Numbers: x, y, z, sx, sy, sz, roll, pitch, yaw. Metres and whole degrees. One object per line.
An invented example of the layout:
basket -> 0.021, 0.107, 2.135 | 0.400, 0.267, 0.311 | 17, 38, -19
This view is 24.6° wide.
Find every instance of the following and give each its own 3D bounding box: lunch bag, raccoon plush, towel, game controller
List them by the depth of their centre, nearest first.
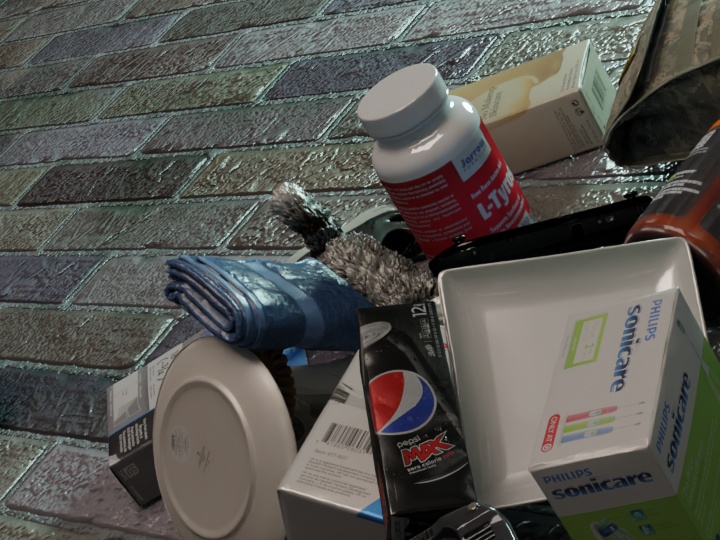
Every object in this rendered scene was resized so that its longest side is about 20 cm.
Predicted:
towel -> -0.070, 0.028, 1.421 | 0.111, 0.199, 0.049 | 35, 107, 32
game controller -> 0.158, -0.029, 1.454 | 0.197, 0.043, 0.104 | -14, 2, -13
raccoon plush -> 0.000, 0.000, 1.511 | 0.097, 0.199, 0.134 | -57, 14, -18
lunch bag -> 0.314, -0.190, 1.520 | 0.199, 0.118, 0.165 | -21, 32, 39

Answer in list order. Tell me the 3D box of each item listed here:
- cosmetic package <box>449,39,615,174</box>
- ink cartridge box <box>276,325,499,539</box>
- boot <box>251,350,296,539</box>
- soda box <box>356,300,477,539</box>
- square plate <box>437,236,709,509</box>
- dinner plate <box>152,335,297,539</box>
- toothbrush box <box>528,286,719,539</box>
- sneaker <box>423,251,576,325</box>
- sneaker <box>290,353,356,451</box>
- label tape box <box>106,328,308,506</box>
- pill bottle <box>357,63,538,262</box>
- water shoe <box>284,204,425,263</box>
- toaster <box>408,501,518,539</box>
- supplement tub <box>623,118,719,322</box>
cosmetic package -> 0.158, -0.156, 1.714 | 0.198, 0.071, 0.106 | -18, 31, 26
ink cartridge box -> 0.044, 0.142, 1.296 | 0.144, 0.085, 0.201 | 13, 46, 22
boot -> -0.110, 0.145, 1.430 | 0.107, 0.074, 0.203 | -17, 72, 44
soda box -> 0.039, 0.117, 1.207 | 0.062, 0.071, 0.201 | -6, 44, -4
square plate -> 0.166, 0.079, 1.242 | 0.197, 0.029, 0.200 | -8, 61, 3
dinner plate -> -0.123, 0.156, 1.382 | 0.024, 0.203, 0.199 | -3, 4, -41
toothbrush box -> 0.199, 0.138, 1.058 | 0.085, 0.201, 0.146 | -15, 33, 30
sneaker -> 0.151, 0.040, 1.426 | 0.198, 0.074, 0.080 | -20, 70, 5
sneaker -> -0.024, 0.112, 1.484 | 0.198, 0.079, 0.099 | 7, 36, 32
label tape box -> -0.149, 0.122, 1.606 | 0.199, 0.064, 0.145 | -31, 28, 6
pill bottle -> 0.080, -0.089, 1.549 | 0.111, 0.201, 0.113 | -25, 28, 15
water shoe -> -0.015, 0.004, 1.637 | 0.200, 0.072, 0.079 | -41, 38, -21
toaster -> 0.047, 0.260, 1.100 | 0.199, 0.130, 0.114 | -31, 26, 3
supplement tub -> 0.309, -0.059, 1.359 | 0.106, 0.107, 0.200 | 6, 47, 51
